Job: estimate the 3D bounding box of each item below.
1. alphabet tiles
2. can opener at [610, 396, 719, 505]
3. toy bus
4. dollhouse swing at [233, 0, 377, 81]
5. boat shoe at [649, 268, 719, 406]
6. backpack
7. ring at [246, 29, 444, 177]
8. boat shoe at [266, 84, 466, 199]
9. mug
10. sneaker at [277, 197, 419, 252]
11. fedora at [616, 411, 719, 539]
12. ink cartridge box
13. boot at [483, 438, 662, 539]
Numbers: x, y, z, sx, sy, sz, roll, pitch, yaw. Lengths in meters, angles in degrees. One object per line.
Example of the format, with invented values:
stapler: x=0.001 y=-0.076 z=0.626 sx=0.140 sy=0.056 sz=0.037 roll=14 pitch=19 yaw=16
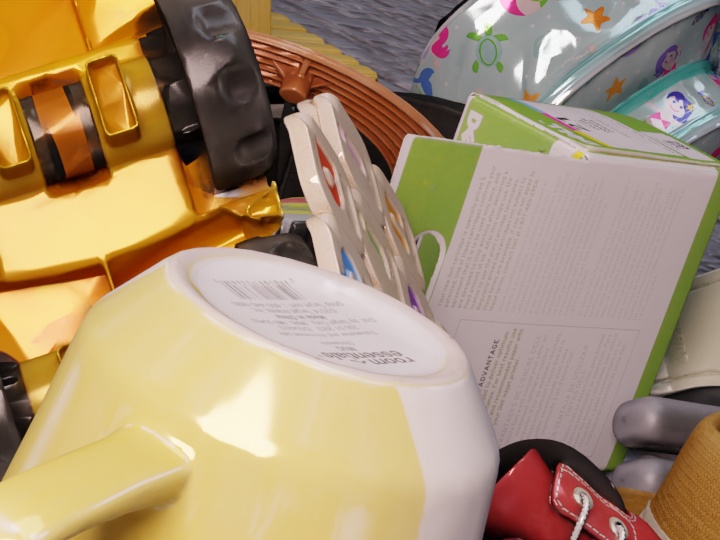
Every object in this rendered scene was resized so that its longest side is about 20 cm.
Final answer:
alphabet tiles: x=0.016 y=0.041 z=0.844 sx=0.196 sy=0.015 sz=0.200 roll=56 pitch=18 yaw=-57
can opener: x=0.188 y=0.095 z=1.125 sx=0.200 sy=0.053 sz=0.067 roll=10 pitch=-15 yaw=-30
toy bus: x=-0.092 y=0.004 z=0.889 sx=0.136 sy=0.200 sz=0.192 roll=-18 pitch=-10 yaw=-8
dollhouse swing: x=-0.091 y=-0.198 z=1.582 sx=0.176 sy=0.182 sz=0.200 roll=-15 pitch=31 yaw=-30
boat shoe: x=0.179 y=0.038 z=1.158 sx=0.199 sy=0.075 sz=0.066 roll=-12 pitch=-14 yaw=21
backpack: x=0.112 y=-0.087 z=1.301 sx=0.151 sy=0.177 sz=0.200 roll=51 pitch=-17 yaw=22
ring: x=-0.049 y=-0.052 z=1.167 sx=0.200 sy=0.019 sz=0.200 roll=14 pitch=-26 yaw=7
boat shoe: x=-0.018 y=-0.056 z=1.237 sx=0.201 sy=0.074 sz=0.063 roll=3 pitch=-12 yaw=35
mug: x=-0.035 y=0.085 z=0.644 sx=0.149 sy=0.153 sz=0.187 roll=19 pitch=15 yaw=-6
sneaker: x=0.000 y=0.000 z=1.147 sx=0.200 sy=0.078 sz=0.090 roll=13 pitch=6 yaw=-37
fedora: x=0.176 y=0.108 z=0.963 sx=0.200 sy=0.082 sz=0.201 roll=18 pitch=16 yaw=-5
ink cartridge box: x=0.046 y=0.004 z=1.042 sx=0.200 sy=0.148 sz=0.076 roll=5 pitch=20 yaw=-45
boot: x=0.101 y=0.121 z=0.738 sx=0.144 sy=0.072 sz=0.200 roll=46 pitch=-6 yaw=-29
